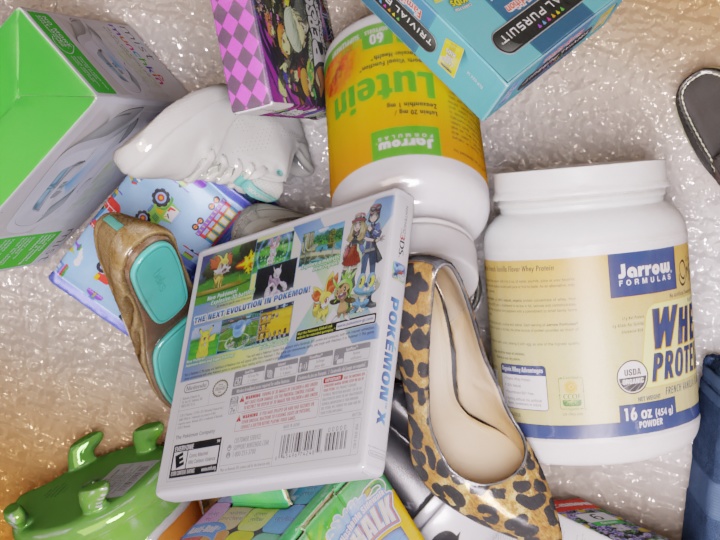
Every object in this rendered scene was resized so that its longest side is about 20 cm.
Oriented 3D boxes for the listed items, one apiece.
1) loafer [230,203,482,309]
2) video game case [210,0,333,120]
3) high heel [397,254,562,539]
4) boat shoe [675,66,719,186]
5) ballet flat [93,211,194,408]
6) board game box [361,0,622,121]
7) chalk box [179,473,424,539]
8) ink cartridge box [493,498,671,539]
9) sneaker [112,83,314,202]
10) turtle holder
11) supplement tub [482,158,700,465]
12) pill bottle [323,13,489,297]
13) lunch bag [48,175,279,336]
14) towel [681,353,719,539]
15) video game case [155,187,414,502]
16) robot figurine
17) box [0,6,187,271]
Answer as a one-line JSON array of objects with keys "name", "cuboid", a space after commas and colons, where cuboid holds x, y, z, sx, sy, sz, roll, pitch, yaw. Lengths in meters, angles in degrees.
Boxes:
[{"name": "loafer", "cuboid": [0.000, 0.000, 0.998, 0.199, 0.070, 0.070, 13, 97, -13]}, {"name": "video game case", "cuboid": [-0.066, -0.212, 0.970, 0.036, 0.181, 0.201, -10, 92, 17]}, {"name": "high heel", "cuboid": [0.076, 0.086, 0.854, 0.200, 0.071, 0.143, 49, 150, 13]}, {"name": "boat shoe", "cuboid": [0.288, -0.066, 0.925, 0.072, 0.066, 0.201, -37, 72, 14]}, {"name": "ballet flat", "cuboid": [-0.154, 0.027, 0.988, 0.068, 0.200, 0.072, -41, 56, -19]}, {"name": "board game box", "cuboid": [0.069, -0.221, 0.950, 0.200, 0.151, 0.047, 46, 147, 7]}, {"name": "chalk box", "cuboid": [-0.040, 0.203, 0.912, 0.124, 0.124, 0.201, -10, 118, 50]}, {"name": "ink cartridge box", "cuboid": [0.160, 0.230, 0.983, 0.200, 0.050, 0.110, 17, 103, 59]}, {"name": "sneaker", "cuboid": [-0.094, -0.085, 0.981, 0.075, 0.200, 0.089, -32, 86, 34]}, {"name": "turtle holder", "cuboid": [-0.211, 0.218, 1.077, 0.185, 0.141, 0.132, -23, 106, 8]}, {"name": "supplement tub", "cuboid": [0.161, 0.026, 0.944, 0.144, 0.144, 0.201, -4, 94, 17]}, {"name": "pill bottle", "cuboid": [0.033, -0.074, 0.945, 0.110, 0.111, 0.201, -15, 56, 17]}, {"name": "lunch bag", "cuboid": [-0.116, 0.006, 1.066, 0.200, 0.094, 0.151, 40, 103, -3]}, {"name": "towel", "cuboid": [0.261, 0.163, 0.945, 0.048, 0.112, 0.201, 6, 97, 5]}, {"name": "video game case", "cuboid": [-0.051, 0.053, 0.869, 0.199, 0.022, 0.183, -16, 58, 43]}, {"name": "robot figurine", "cuboid": [0.018, 0.140, 1.002, 0.200, 0.150, 0.125, 41, 97, 6]}, {"name": "box", "cuboid": [-0.255, -0.097, 1.039, 0.200, 0.176, 0.097, -44, 82, 15]}]
